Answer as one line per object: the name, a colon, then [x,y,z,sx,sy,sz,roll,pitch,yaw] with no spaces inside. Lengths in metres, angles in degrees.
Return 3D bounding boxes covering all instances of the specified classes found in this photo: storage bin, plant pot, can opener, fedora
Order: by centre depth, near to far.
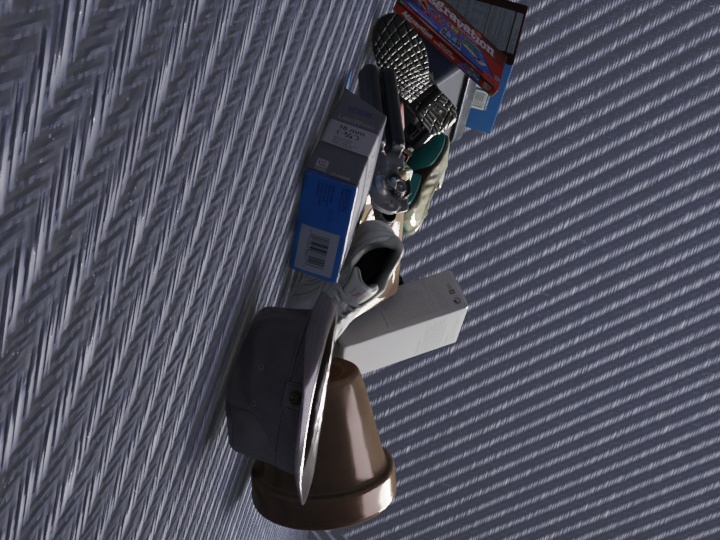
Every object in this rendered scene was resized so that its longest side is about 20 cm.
fedora: [-0.080,0.117,0.979,0.177,0.089,0.204,-66,165,-76]
can opener: [0.022,-0.154,1.252,0.067,0.052,0.204,137,-48,-55]
plant pot: [-0.051,0.213,1.324,0.200,0.196,0.178,-62,151,-73]
storage bin: [0.085,-0.279,1.622,0.134,0.145,0.202,-38,156,-32]

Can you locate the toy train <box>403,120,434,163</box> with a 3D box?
toy train: [0.051,-0.166,1.569,0.200,0.034,0.046,-45,-140,23]

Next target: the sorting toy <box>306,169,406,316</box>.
sorting toy: [-0.010,-0.019,1.305,0.199,0.036,0.188,-33,137,-42]

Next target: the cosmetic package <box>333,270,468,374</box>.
cosmetic package: [0.048,0.079,1.444,0.102,0.197,0.075,102,-32,-53]

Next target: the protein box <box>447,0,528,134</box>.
protein box: [0.167,-0.374,1.767,0.199,0.196,0.137,100,8,-63]

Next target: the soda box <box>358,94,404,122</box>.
soda box: [0.025,-0.198,1.447,0.200,0.062,0.070,26,80,-86]

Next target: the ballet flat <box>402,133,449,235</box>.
ballet flat: [0.094,-0.133,1.563,0.201,0.066,0.063,-60,135,-38]

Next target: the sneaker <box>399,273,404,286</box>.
sneaker: [0.000,0.000,1.440,0.200,0.090,0.076,48,9,-49]

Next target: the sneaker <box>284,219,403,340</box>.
sneaker: [-0.023,0.026,1.176,0.201,0.078,0.099,-54,-165,-3]

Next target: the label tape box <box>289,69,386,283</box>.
label tape box: [-0.018,-0.110,1.149,0.202,0.062,0.146,-70,175,-46]

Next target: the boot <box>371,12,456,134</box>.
boot: [0.050,-0.280,1.375,0.201,0.067,0.131,53,1,-41]

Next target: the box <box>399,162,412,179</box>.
box: [0.004,-0.059,1.465,0.109,0.035,0.203,-15,133,-35]

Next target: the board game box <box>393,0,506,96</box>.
board game box: [0.138,-0.357,1.521,0.019,0.199,0.104,-39,-160,38]
